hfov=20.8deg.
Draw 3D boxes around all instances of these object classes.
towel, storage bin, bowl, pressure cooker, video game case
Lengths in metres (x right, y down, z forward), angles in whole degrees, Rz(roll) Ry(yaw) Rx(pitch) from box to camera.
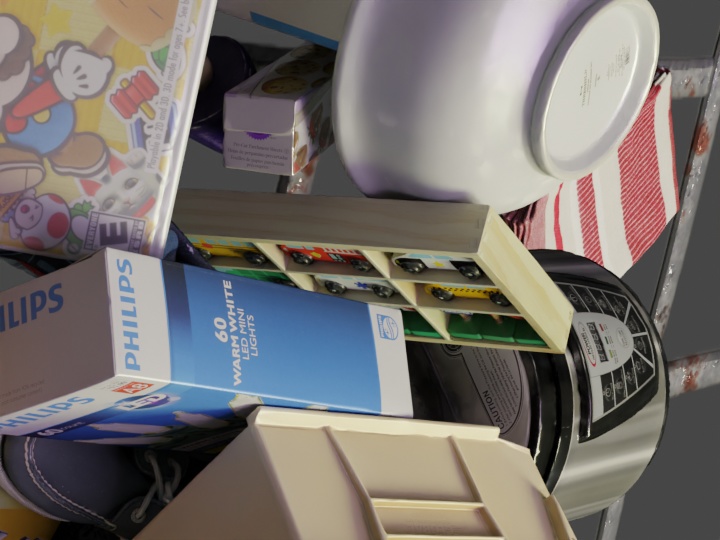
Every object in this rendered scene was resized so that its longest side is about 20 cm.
[{"bbox_3d":[0.171,-0.038,1.401,0.200,0.023,0.145,-44,140,-32],"label":"towel"},{"bbox_3d":[-0.024,0.166,0.958,0.198,0.094,0.200,9,135,-44],"label":"storage bin"},{"bbox_3d":[0.083,-0.105,0.961,0.201,0.090,0.202,-35,141,-35],"label":"bowl"},{"bbox_3d":[0.073,0.078,1.179,0.199,0.175,0.180,-3,112,-52],"label":"pressure cooker"},{"bbox_3d":[-0.153,-0.110,0.825,0.180,0.023,0.202,10,102,-17],"label":"video game case"}]

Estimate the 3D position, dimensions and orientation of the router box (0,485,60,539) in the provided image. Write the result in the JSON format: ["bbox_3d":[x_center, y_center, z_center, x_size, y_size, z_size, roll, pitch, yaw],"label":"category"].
[{"bbox_3d":[-0.217,0.093,0.908,0.158,0.052,0.200,-62,145,-11],"label":"router box"}]

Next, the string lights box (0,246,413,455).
[{"bbox_3d":[-0.078,0.043,0.904,0.199,0.102,0.060,12,65,-49],"label":"string lights box"}]

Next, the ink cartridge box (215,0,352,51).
[{"bbox_3d":[0.022,-0.188,1.021,0.199,0.128,0.126,-8,115,-51],"label":"ink cartridge box"}]

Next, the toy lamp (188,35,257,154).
[{"bbox_3d":[-0.102,-0.122,0.951,0.058,0.058,0.200,-58,145,-15],"label":"toy lamp"}]

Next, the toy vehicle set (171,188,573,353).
[{"bbox_3d":[0.000,0.000,1.030,0.124,0.199,0.027,44,56,-52],"label":"toy vehicle set"}]

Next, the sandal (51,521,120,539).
[{"bbox_3d":[-0.151,0.169,1.030,0.048,0.075,0.202,8,100,-83],"label":"sandal"}]

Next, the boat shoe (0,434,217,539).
[{"bbox_3d":[-0.100,0.102,0.966,0.200,0.061,0.073,32,73,-51],"label":"boat shoe"}]

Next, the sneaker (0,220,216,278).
[{"bbox_3d":[-0.129,-0.024,0.929,0.200,0.095,0.080,34,79,-55],"label":"sneaker"}]

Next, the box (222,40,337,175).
[{"bbox_3d":[-0.020,-0.096,1.029,0.200,0.041,0.039,-45,141,-64],"label":"box"}]
